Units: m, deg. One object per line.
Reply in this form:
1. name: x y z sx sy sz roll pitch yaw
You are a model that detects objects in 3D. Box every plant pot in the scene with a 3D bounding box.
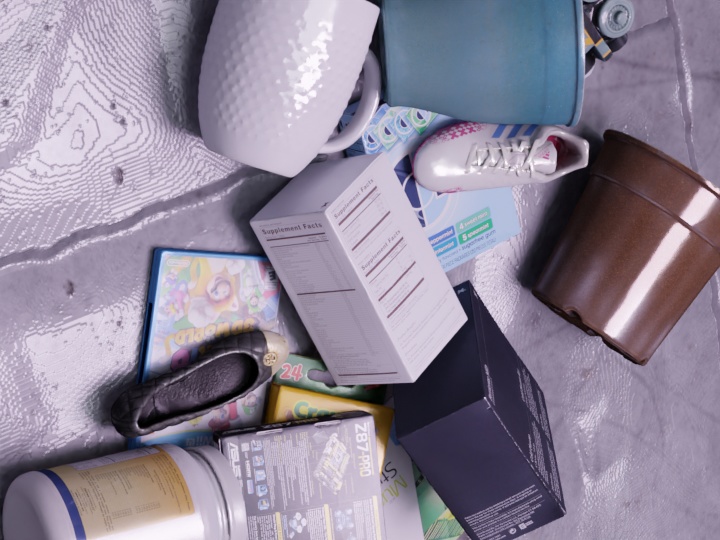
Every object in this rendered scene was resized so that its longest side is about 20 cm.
1. plant pot: 0.300 -0.018 1.894 0.200 0.200 0.199 34 89 -35
2. plant pot: 0.110 -0.234 1.682 0.186 0.200 0.202 -5 106 -2

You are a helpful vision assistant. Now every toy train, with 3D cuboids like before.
1. toy train: 0.207 -0.290 1.830 0.114 0.085 0.200 -44 124 -4

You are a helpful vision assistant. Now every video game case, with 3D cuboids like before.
1. video game case: -0.151 0.082 1.706 0.142 0.018 0.202 3 99 -35

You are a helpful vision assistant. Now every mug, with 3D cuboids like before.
1. mug: -0.059 -0.180 1.633 0.199 0.147 0.177 15 96 -43

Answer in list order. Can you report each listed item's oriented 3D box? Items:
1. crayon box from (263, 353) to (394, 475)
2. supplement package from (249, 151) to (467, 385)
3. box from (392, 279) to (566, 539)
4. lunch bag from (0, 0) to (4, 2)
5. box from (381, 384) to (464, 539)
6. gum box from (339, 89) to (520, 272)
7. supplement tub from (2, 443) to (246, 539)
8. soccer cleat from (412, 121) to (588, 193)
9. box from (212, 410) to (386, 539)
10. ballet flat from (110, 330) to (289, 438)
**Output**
1. crayon box: -0.042 0.193 1.754 0.126 0.051 0.202 11 88 -14
2. supplement package: 0.000 0.000 1.706 0.110 0.113 0.201 -46 119 -39
3. box: 0.118 0.149 1.785 0.103 0.201 0.183 -26 121 15
4. lunch bag: -0.360 -0.286 1.367 0.200 0.075 0.162 24 47 -63
5. box: 0.044 0.229 1.862 0.144 0.036 0.201 -44 122 -17
6. gum box: 0.074 -0.100 1.800 0.169 0.044 0.202 -27 116 -28
7. supplement tub: -0.220 0.243 1.619 0.198 0.144 0.146 -9 106 -32
8. soccer cleat: 0.148 -0.119 1.767 0.198 0.086 0.071 -12 107 -34
9. box: -0.056 0.248 1.701 0.159 0.049 0.202 -8 94 -13
10. ballet flat: -0.149 0.115 1.669 0.199 0.057 0.067 -26 115 -27
